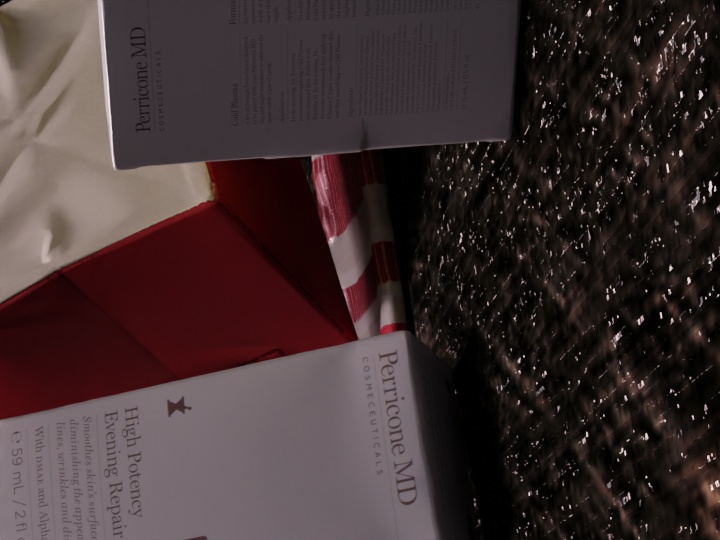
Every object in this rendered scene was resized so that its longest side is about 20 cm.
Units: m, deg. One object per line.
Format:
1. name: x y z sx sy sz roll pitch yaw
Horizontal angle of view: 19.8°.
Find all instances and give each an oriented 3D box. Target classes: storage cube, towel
1. storage cube: -0.128 -0.028 1.043 0.180 0.170 0.201 49 -161 -57
2. towel: 0.000 0.000 1.097 0.144 0.023 0.201 125 139 -75

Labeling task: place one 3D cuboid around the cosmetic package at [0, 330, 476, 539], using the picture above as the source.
1. cosmetic package: -0.055 0.100 0.906 0.074 0.199 0.102 45 -146 -64

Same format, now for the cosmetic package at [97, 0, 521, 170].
1. cosmetic package: -0.019 -0.134 0.714 0.052 0.150 0.201 -108 15 -51
